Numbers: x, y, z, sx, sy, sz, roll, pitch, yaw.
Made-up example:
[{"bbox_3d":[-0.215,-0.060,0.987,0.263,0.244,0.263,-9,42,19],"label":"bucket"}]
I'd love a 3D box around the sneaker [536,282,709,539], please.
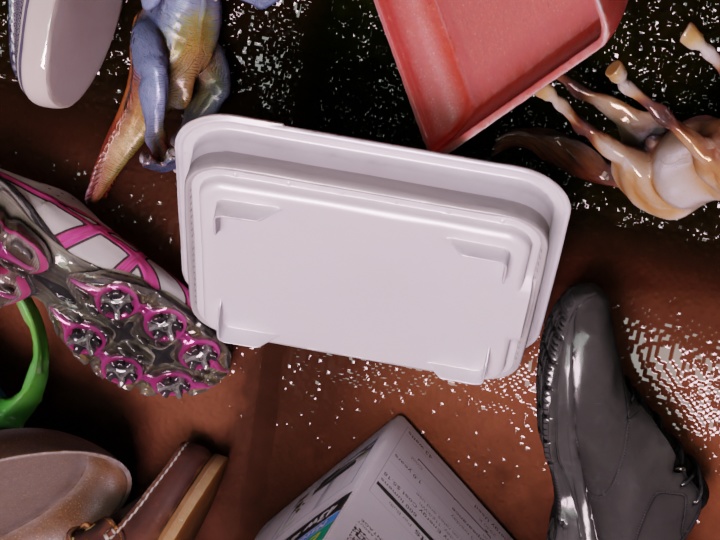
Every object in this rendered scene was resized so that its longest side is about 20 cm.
[{"bbox_3d":[0.140,0.099,0.965,0.090,0.076,0.202,-5,113,7],"label":"sneaker"}]

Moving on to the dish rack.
[{"bbox_3d":[0.000,0.000,0.921,0.198,0.044,0.172,9,145,3],"label":"dish rack"}]

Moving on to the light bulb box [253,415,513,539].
[{"bbox_3d":[0.022,0.216,0.957,0.125,0.200,0.198,-41,93,22],"label":"light bulb box"}]

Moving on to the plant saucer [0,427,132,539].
[{"bbox_3d":[-0.228,0.141,1.024,0.200,0.200,0.032,-34,65,22],"label":"plant saucer"}]

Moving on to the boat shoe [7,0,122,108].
[{"bbox_3d":[-0.172,-0.187,0.938,0.092,0.075,0.202,9,84,18],"label":"boat shoe"}]

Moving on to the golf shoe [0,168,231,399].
[{"bbox_3d":[-0.153,-0.004,1.004,0.199,0.092,0.073,32,124,-21],"label":"golf shoe"}]

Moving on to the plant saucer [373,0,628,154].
[{"bbox_3d":[0.051,-0.173,0.840,0.036,0.199,0.201,-17,84,-22],"label":"plant saucer"}]

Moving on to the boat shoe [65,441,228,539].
[{"bbox_3d":[-0.148,0.178,1.018,0.070,0.071,0.201,27,68,9],"label":"boat shoe"}]

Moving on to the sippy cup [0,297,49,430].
[{"bbox_3d":[-0.277,0.060,1.026,0.140,0.177,0.131,-45,64,53],"label":"sippy cup"}]

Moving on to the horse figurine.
[{"bbox_3d":[0.149,-0.061,0.875,0.132,0.200,0.050,40,73,-23],"label":"horse figurine"}]

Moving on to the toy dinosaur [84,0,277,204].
[{"bbox_3d":[-0.104,-0.143,0.945,0.199,0.105,0.183,-12,83,31],"label":"toy dinosaur"}]
